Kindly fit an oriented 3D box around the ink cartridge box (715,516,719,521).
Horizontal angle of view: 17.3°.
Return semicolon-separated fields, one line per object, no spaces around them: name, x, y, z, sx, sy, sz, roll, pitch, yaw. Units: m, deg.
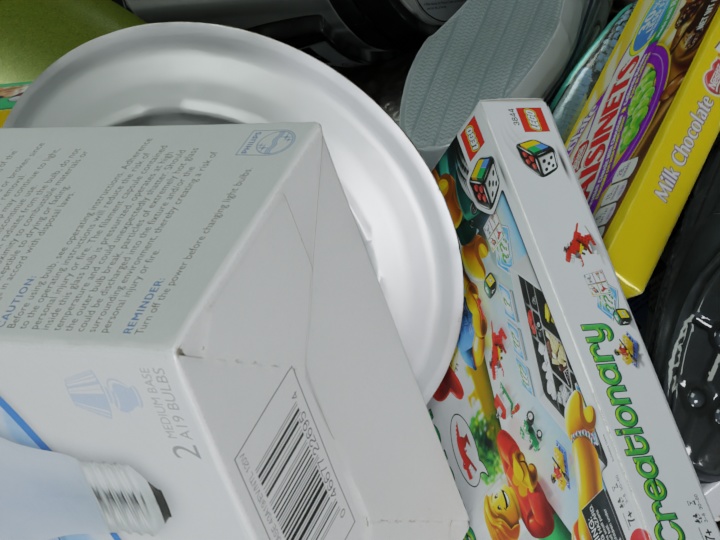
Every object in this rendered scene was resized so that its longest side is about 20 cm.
ink cartridge box;0.190;0.016;0.985;0.176;0.045;0.200;18;65;39

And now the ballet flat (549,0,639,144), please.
ballet flat;0.154;-0.105;1.087;0.074;0.074;0.200;23;69;39

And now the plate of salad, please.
plate of salad;-0.053;-0.008;0.937;0.200;0.200;0.048;-8;24;23

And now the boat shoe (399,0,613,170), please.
boat shoe;0.084;-0.105;1.113;0.074;0.067;0.200;4;48;35

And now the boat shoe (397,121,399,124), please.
boat shoe;0.004;0.001;1.076;0.075;0.086;0.202;10;29;18

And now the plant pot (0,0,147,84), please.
plant pot;-0.138;-0.045;1.127;0.193;0.200;0.200;22;66;26

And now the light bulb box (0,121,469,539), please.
light bulb box;-0.093;0.059;0.870;0.200;0.198;0.125;1;39;30

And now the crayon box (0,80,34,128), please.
crayon box;-0.180;0.009;1.036;0.200;0.173;0.058;-4;20;24

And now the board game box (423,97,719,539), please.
board game box;0.063;0.051;0.907;0.035;0.126;0.200;-2;57;-28

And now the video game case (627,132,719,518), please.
video game case;0.136;0.012;0.972;0.200;0.022;0.182;-36;44;-2

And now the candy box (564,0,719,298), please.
candy box;0.119;-0.063;0.978;0.200;0.026;0.102;-62;14;-26

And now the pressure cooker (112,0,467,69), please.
pressure cooker;-0.020;-0.192;1.174;0.200;0.179;0.176;-2;51;28

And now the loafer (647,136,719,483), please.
loafer;0.154;-0.004;0.921;0.070;0.068;0.201;-28;33;61
